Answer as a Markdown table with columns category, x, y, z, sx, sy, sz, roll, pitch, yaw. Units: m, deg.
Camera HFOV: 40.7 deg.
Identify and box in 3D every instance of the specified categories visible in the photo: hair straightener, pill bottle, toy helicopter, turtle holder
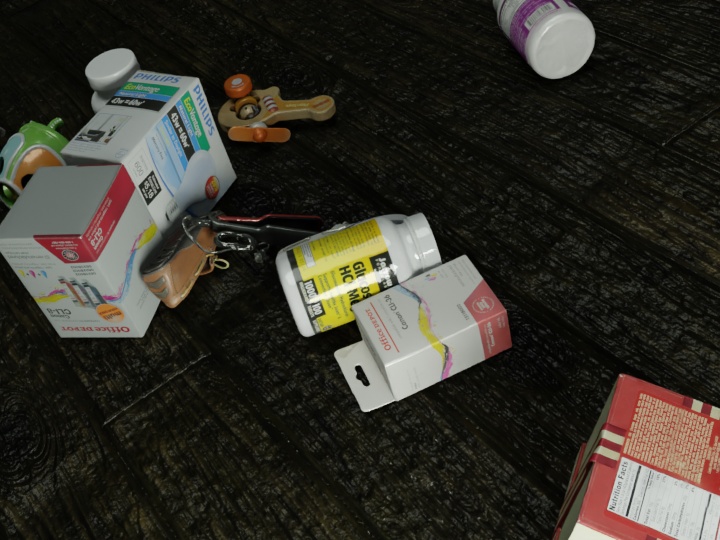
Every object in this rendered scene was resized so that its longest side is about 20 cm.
| category | x | y | z | sx | sy | sz | roll | pitch | yaw |
| --- | --- | --- | --- | --- | --- | --- | --- | --- | --- |
| hair straightener | -0.148 | -0.050 | 1.347 | 0.197 | 0.041 | 0.077 | 7 | 42 | -13 |
| pill bottle | 0.000 | 0.000 | 1.239 | 0.198 | 0.113 | 0.113 | -21 | 42 | -2 |
| toy helicopter | -0.139 | -0.256 | 1.587 | 0.197 | 0.079 | 0.133 | -2 | 45 | 12 |
| turtle holder | -0.538 | -0.164 | 1.583 | 0.184 | 0.142 | 0.132 | 16 | 53 | 31 |
| pill bottle | 0.286 | -0.402 | 1.559 | 0.111 | 0.113 | 0.201 | -20 | 42 | -2 |
| pill bottle | -0.365 | -0.250 | 1.566 | 0.111 | 0.201 | 0.113 | -10 | 42 | 9 |

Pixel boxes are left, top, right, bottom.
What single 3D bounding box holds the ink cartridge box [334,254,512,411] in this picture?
| category | x | y | z | sx | sy | sz | roll | pitch | yaw |
| --- | --- | --- | --- | --- | --- | --- | --- | --- | --- |
| ink cartridge box | 0.067 | 0.075 | 1.169 | 0.198 | 0.068 | 0.117 | -25 | 43 | -7 |

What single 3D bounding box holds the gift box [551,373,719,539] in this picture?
| category | x | y | z | sx | sy | sz | roll | pitch | yaw |
| --- | --- | --- | --- | --- | --- | --- | --- | --- | --- |
| gift box | 0.271 | 0.237 | 0.847 | 0.198 | 0.188 | 0.185 | 25 | 53 | 14 |

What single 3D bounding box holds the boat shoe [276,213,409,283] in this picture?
| category | x | y | z | sx | sy | sz | roll | pitch | yaw |
| --- | --- | --- | --- | --- | --- | --- | --- | --- | --- |
| boat shoe | -0.022 | -0.037 | 1.322 | 0.198 | 0.071 | 0.070 | -23 | 39 | 1 |

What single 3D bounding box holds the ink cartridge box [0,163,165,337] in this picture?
| category | x | y | z | sx | sy | sz | roll | pitch | yaw |
| --- | --- | --- | --- | --- | --- | --- | --- | --- | --- |
| ink cartridge box | -0.370 | -0.023 | 1.333 | 0.143 | 0.201 | 0.146 | -1 | 47 | 19 |

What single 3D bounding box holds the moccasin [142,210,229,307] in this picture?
| category | x | y | z | sx | sy | sz | roll | pitch | yaw |
| --- | --- | --- | --- | --- | --- | --- | --- | --- | --- |
| moccasin | -0.235 | -0.019 | 1.375 | 0.073 | 0.078 | 0.202 | -20 | 24 | 22 |

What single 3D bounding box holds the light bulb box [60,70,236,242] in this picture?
| category | x | y | z | sx | sy | sz | roll | pitch | yaw |
| --- | --- | --- | --- | --- | --- | --- | --- | --- | --- |
| light bulb box | -0.308 | -0.157 | 1.450 | 0.124 | 0.199 | 0.201 | 12 | 51 | 27 |

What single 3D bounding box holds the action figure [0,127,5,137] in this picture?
| category | x | y | z | sx | sy | sz | roll | pitch | yaw |
| --- | --- | --- | --- | --- | --- | --- | --- | --- | --- |
| action figure | -0.734 | -0.185 | 1.708 | 0.197 | 0.106 | 0.194 | -10 | 33 | 7 |
